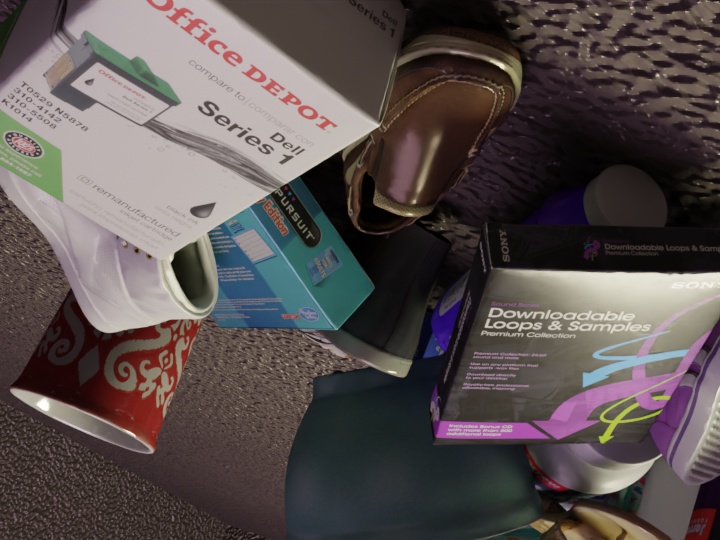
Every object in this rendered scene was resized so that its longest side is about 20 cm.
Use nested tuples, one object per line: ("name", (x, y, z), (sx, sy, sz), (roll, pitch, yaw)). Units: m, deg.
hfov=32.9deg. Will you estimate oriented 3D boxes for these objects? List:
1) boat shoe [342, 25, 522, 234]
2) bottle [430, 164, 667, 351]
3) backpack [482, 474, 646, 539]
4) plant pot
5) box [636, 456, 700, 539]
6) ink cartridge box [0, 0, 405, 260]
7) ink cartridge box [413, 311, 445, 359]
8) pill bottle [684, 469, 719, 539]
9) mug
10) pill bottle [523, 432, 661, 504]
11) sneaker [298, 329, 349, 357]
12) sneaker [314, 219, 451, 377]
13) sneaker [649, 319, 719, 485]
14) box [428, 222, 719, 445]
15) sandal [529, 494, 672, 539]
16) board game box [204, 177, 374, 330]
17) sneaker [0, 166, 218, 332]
("boat shoe", (0.036, -0.065, 0.675), (0.075, 0.075, 0.202), (11, 166, -9))
("bottle", (0.116, 0.000, 0.761), (0.065, 0.084, 0.200), (48, 148, 3))
("backpack", (0.206, 0.252, 1.219), (0.177, 0.151, 0.200), (-1, -168, 30))
("plant pot", (0.031, 0.136, 0.940), (0.200, 0.134, 0.200), (-10, 175, -1))
("box", (0.330, 0.256, 1.018), (0.199, 0.172, 0.200), (15, 180, 22))
("ink cartridge box", (-0.096, -0.103, 0.635), (0.146, 0.084, 0.200), (33, 142, -28))
("ink cartridge box", (0.078, 0.121, 1.130), (0.044, 0.094, 0.200), (10, 158, 34))
("pill bottle", (0.289, 0.166, 0.839), (0.112, 0.200, 0.112), (20, 161, 7))
("mug", (-0.211, 0.045, 1.090), (0.133, 0.200, 0.177), (28, 162, -17))
("pill bottle", (0.175, 0.124, 0.988), (0.119, 0.120, 0.200), (24, 161, -4))
("sneaker", (-0.017, 0.029, 1.016), (0.088, 0.076, 0.200), (28, 160, -16))
("sneaker", (0.000, 0.000, 0.911), (0.075, 0.106, 0.200), (25, -178, -34))
("sneaker", (0.217, 0.038, 0.775), (0.073, 0.114, 0.201), (-10, 141, -23))
("box", (0.125, 0.044, 0.720), (0.143, 0.036, 0.200), (0, 143, -6))
("sandal", (0.164, 0.217, 0.913), (0.078, 0.070, 0.212), (35, 167, -7))
("board game box", (-0.099, -0.049, 0.835), (0.151, 0.047, 0.200), (-3, 127, 52))
("sneaker", (-0.164, -0.049, 0.811), (0.115, 0.074, 0.200), (-6, 123, 37))
